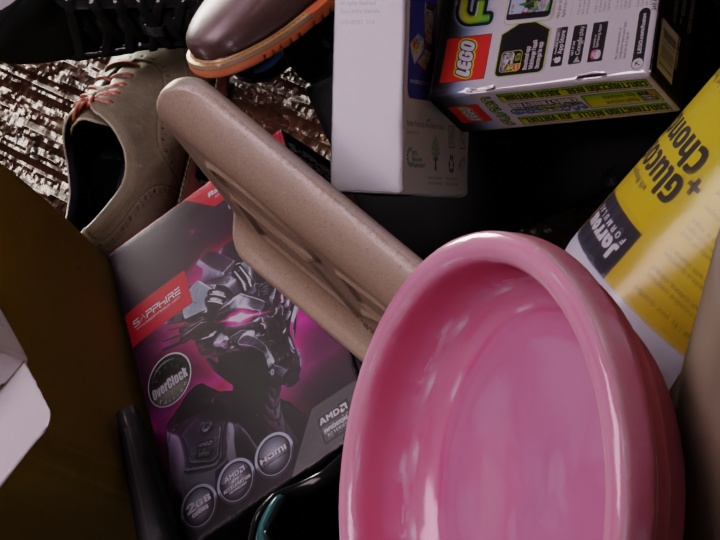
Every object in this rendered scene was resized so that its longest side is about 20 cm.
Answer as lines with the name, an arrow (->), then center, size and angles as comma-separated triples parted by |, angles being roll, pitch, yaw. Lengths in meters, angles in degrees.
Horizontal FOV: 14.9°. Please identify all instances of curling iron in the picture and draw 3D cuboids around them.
curling iron -> -0.088, 0.152, 1.311 | 0.050, 0.025, 0.200 | 105, 155, -54

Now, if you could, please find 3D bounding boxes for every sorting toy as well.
sorting toy -> 0.000, 0.000, 1.225 | 0.185, 0.200, 0.036 | 40, 80, 17

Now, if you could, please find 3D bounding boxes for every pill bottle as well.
pill bottle -> 0.156, -0.006, 1.167 | 0.200, 0.112, 0.112 | -50, 44, 14

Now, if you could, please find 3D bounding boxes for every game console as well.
game console -> 0.074, -0.125, 1.320 | 0.200, 0.116, 0.176 | -22, 39, 21

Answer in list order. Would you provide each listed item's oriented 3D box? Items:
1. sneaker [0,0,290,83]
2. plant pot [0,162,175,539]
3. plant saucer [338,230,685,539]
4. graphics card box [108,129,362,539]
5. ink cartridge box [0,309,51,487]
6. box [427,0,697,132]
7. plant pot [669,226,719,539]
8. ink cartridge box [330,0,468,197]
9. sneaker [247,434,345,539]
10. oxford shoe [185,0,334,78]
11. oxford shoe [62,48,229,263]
sneaker -> -0.104, -0.138, 1.465 | 0.199, 0.073, 0.112 | -20, 47, -3
plant pot -> -0.197, 0.084, 1.428 | 0.200, 0.176, 0.200 | -37, 48, 27
plant saucer -> 0.060, 0.086, 1.047 | 0.200, 0.051, 0.201 | -11, 77, 59
graphics card box -> -0.051, 0.040, 1.393 | 0.125, 0.051, 0.200 | -34, 51, 21
ink cartridge box -> -0.233, 0.040, 1.304 | 0.116, 0.068, 0.200 | -51, 44, 14
box -> 0.100, -0.161, 1.217 | 0.110, 0.035, 0.201 | -4, 63, 32
plant pot -> 0.199, 0.035, 1.000 | 0.199, 0.174, 0.200 | -6, 45, 6
ink cartridge box -> 0.021, -0.132, 1.221 | 0.039, 0.099, 0.201 | 3, 91, 20
sneaker -> -0.033, 0.149, 1.301 | 0.200, 0.080, 0.071 | -52, 43, 17
oxford shoe -> -0.029, -0.178, 1.306 | 0.071, 0.073, 0.200 | 11, 59, 47
oxford shoe -> -0.122, -0.091, 1.516 | 0.070, 0.075, 0.201 | -19, 58, 38
